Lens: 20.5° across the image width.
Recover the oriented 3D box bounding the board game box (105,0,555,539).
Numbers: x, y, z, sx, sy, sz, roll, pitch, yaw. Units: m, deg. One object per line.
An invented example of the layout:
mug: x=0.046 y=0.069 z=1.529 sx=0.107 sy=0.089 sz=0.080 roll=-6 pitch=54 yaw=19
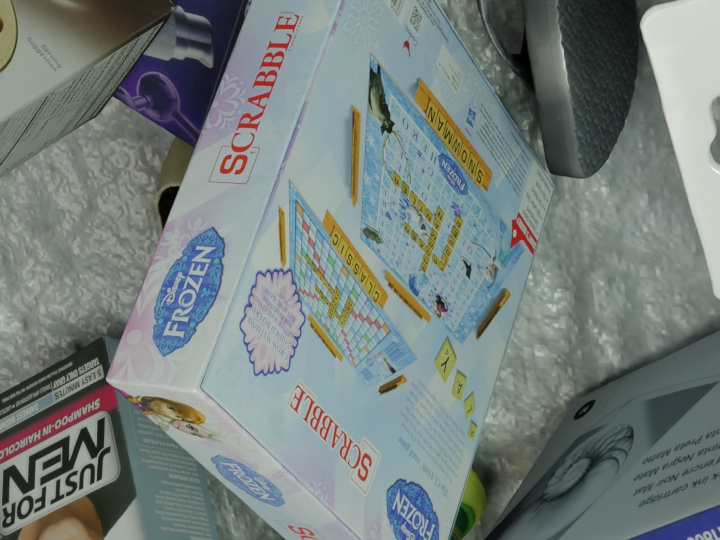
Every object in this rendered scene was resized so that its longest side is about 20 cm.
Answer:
board game box: x=0.000 y=0.000 z=0.764 sx=0.041 sy=0.200 sz=0.200 roll=4 pitch=152 yaw=30

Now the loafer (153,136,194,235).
loafer: x=-0.055 y=0.022 z=0.946 sx=0.075 sy=0.068 sz=0.201 roll=-6 pitch=111 yaw=35

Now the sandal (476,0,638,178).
sandal: x=0.069 y=-0.136 z=0.783 sx=0.043 sy=0.076 sz=0.201 roll=-5 pitch=102 yaw=32

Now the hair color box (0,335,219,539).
hair color box: x=-0.125 y=0.146 z=0.988 sx=0.099 sy=0.061 sz=0.201 roll=-28 pitch=64 yaw=28

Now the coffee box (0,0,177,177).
coffee box: x=-0.178 y=-0.080 z=0.747 sx=0.113 sy=0.200 sz=0.080 roll=46 pitch=134 yaw=1

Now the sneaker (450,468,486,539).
sneaker: x=-0.013 y=0.158 z=0.983 sx=0.074 sy=0.084 sz=0.200 roll=39 pitch=131 yaw=9

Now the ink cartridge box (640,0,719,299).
ink cartridge box: x=0.205 y=-0.072 z=0.684 sx=0.199 sy=0.068 sz=0.116 roll=-14 pitch=108 yaw=12

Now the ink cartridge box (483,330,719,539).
ink cartridge box: x=0.120 y=0.093 z=0.776 sx=0.041 sy=0.200 sz=0.199 roll=47 pitch=136 yaw=-11

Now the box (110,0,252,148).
box: x=-0.084 y=-0.163 z=0.841 sx=0.200 sy=0.104 sz=0.148 roll=32 pitch=127 yaw=15
